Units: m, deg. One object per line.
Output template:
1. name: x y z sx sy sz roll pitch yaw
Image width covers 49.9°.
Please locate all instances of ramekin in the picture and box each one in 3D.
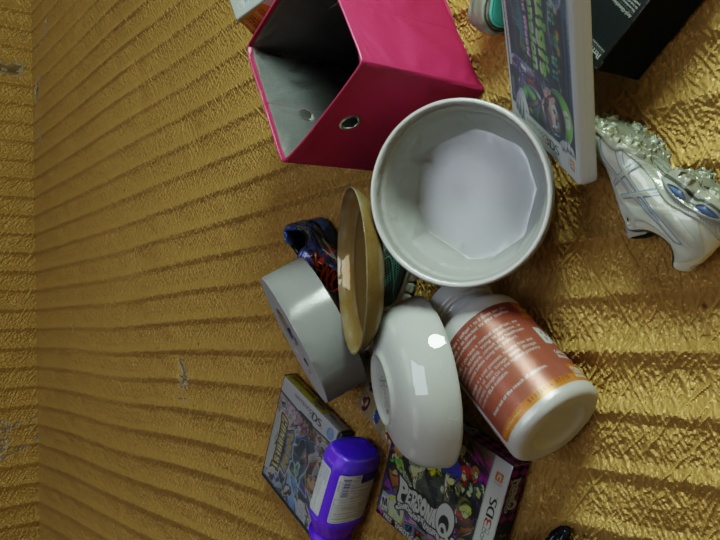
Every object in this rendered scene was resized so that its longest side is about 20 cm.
1. ramekin: 0.120 -0.084 0.860 0.198 0.105 0.202 2 95 21

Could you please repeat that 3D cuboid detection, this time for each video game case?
1. video game case: -0.092 0.299 1.254 0.180 0.025 0.202 35 117 47
2. video game case: 0.108 0.276 0.977 0.199 0.036 0.183 28 111 47
3. video game case: 0.184 -0.212 0.772 0.182 0.023 0.201 -111 6 -56

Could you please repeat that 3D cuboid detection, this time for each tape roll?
1. tape roll: -0.068 0.085 1.103 0.201 0.066 0.201 59 169 19

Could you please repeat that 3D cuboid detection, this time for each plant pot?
1. plant pot: 0.000 0.000 0.932 0.200 0.027 0.202 178 90 -80

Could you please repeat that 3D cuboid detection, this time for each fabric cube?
1. fabric cube: 0.000 -0.261 0.996 0.196 0.198 0.201 -41 58 43

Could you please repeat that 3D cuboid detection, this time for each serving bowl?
1. serving bowl: 0.054 0.134 0.901 0.200 0.065 0.202 171 90 -78

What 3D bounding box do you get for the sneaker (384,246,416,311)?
1. sneaker: 0.039 -0.035 1.031 0.077 0.091 0.202 30 113 48

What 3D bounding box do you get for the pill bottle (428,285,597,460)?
1. pill bottle: 0.158 0.099 0.857 0.200 0.111 0.113 53 129 38

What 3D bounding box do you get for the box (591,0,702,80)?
1. box: 0.245 -0.312 0.773 0.141 0.078 0.201 -53 51 35

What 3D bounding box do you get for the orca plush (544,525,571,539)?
1. orca plush: 0.211 0.302 0.823 0.200 0.105 0.072 -28 36 52

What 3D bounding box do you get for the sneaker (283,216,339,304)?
1. sneaker: -0.057 -0.007 1.167 0.200 0.078 0.076 50 128 41

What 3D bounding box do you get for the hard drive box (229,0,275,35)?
1. hard drive box: -0.058 -0.385 1.049 0.199 0.156 0.077 -31 63 19

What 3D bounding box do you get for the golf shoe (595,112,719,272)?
1. golf shoe: 0.267 -0.080 0.750 0.200 0.078 0.098 54 136 40

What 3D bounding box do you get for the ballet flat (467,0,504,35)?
1. ballet flat: 0.166 -0.376 0.889 0.064 0.067 0.202 42 121 57

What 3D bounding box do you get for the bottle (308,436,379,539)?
1. bottle: -0.033 0.342 1.129 0.065 0.083 0.202 36 119 46

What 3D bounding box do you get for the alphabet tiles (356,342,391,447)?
1. alphabet tiles: 0.056 0.165 1.077 0.200 0.006 0.168 45 125 43
